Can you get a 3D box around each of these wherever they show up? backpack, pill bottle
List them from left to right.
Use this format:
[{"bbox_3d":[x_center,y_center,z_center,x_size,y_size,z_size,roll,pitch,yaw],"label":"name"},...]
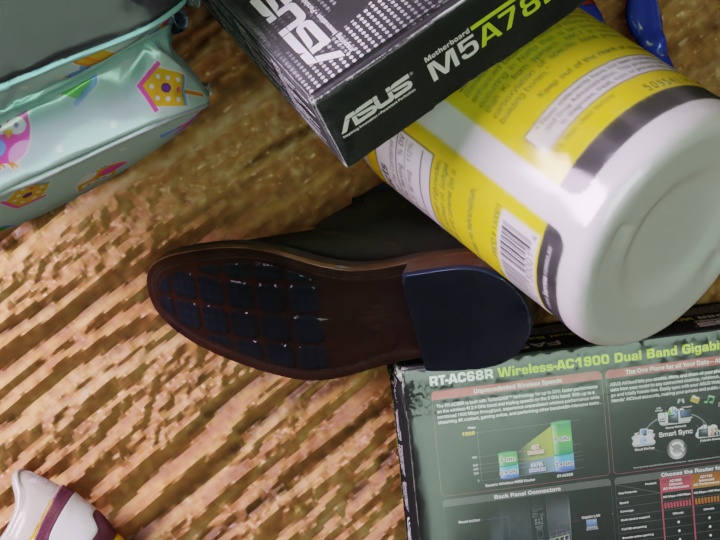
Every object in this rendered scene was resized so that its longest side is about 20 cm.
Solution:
[{"bbox_3d":[-0.157,-0.100,0.730,0.175,0.200,0.154,-27,106,-5],"label":"backpack"},{"bbox_3d":[0.068,-0.066,0.750,0.114,0.200,0.115,-28,140,-27],"label":"pill bottle"}]

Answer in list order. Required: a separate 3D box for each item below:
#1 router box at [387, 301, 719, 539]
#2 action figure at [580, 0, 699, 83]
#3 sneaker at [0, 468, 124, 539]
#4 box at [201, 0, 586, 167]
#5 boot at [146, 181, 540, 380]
[{"bbox_3d":[0.118,0.102,0.853,0.199,0.062,0.151,-7,100,-4],"label":"router box"},{"bbox_3d":[0.133,-0.073,0.824,0.065,0.052,0.201,-10,94,-9],"label":"action figure"},{"bbox_3d":[-0.198,0.191,0.839,0.090,0.075,0.200,41,87,-1],"label":"sneaker"},{"bbox_3d":[0.020,-0.160,0.735,0.193,0.200,0.048,-33,136,-6],"label":"box"},{"bbox_3d":[0.000,0.000,0.832,0.199,0.097,0.075,4,120,21],"label":"boot"}]
